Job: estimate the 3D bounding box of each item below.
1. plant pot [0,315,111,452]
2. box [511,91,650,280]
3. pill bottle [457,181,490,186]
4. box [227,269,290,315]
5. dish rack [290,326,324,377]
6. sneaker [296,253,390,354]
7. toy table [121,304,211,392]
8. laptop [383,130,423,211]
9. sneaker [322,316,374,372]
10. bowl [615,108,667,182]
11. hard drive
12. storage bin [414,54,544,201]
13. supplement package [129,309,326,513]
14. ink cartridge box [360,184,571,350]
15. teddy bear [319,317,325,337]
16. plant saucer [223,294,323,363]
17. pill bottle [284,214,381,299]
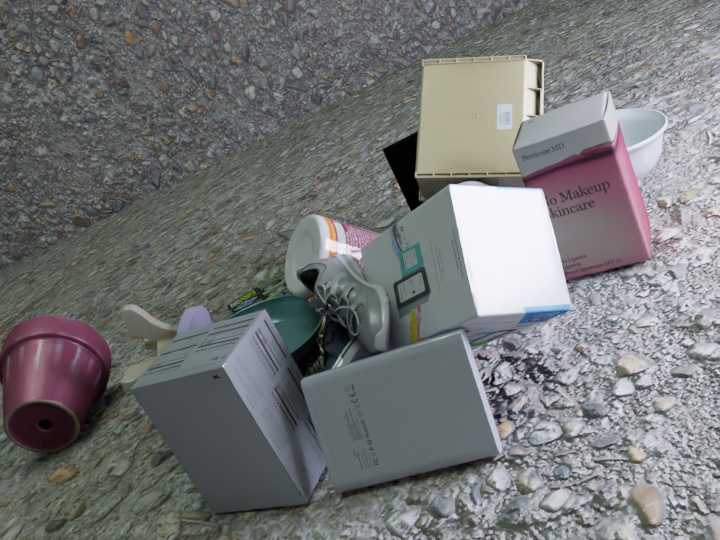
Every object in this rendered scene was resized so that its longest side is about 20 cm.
[{"bbox_3d":[-0.558,0.214,1.376,0.196,0.202,0.181,-25,36,7],"label":"plant pot"},{"bbox_3d":[0.296,-0.109,1.015,0.125,0.203,0.109,-15,23,28],"label":"box"},{"bbox_3d":[0.176,-0.031,1.084,0.117,0.121,0.201,-25,32,6],"label":"pill bottle"},{"bbox_3d":[-0.141,0.051,1.406,0.197,0.045,0.160,-32,21,-10],"label":"box"},{"bbox_3d":[-0.037,0.146,1.021,0.196,0.056,0.154,1,35,34],"label":"dish rack"},{"bbox_3d":[-0.021,0.045,0.912,0.080,0.077,0.200,-6,23,-20],"label":"sneaker"},{"bbox_3d":[-0.318,0.138,1.271,0.114,0.189,0.200,-9,11,4],"label":"toy table"},{"bbox_3d":[0.177,-0.181,1.343,0.198,0.190,0.115,-33,12,-30],"label":"laptop"},{"bbox_3d":[-0.018,0.096,0.967,0.078,0.080,0.200,16,31,17],"label":"sneaker"},{"bbox_3d":[0.381,-0.172,1.191,0.196,0.092,0.202,-17,23,7],"label":"bowl"},{"bbox_3d":[0.041,0.156,0.834,0.196,0.135,0.025,-19,0,21],"label":"hard drive"},{"bbox_3d":[0.186,-0.221,1.197,0.193,0.094,0.205,1,73,14],"label":"storage bin"},{"bbox_3d":[-0.148,0.175,0.922,0.153,0.203,0.111,-15,23,31],"label":"supplement package"},{"bbox_3d":[0.116,0.008,0.906,0.144,0.150,0.199,-2,-18,-31],"label":"ink cartridge box"},{"bbox_3d":[-0.008,0.038,1.266,0.143,0.067,0.202,-27,26,30],"label":"teddy bear"},{"bbox_3d":[-0.137,0.102,1.068,0.195,0.037,0.201,-17,24,8],"label":"plant saucer"},{"bbox_3d":[0.000,0.000,1.094,0.114,0.196,0.117,-31,52,50],"label":"pill bottle"}]
